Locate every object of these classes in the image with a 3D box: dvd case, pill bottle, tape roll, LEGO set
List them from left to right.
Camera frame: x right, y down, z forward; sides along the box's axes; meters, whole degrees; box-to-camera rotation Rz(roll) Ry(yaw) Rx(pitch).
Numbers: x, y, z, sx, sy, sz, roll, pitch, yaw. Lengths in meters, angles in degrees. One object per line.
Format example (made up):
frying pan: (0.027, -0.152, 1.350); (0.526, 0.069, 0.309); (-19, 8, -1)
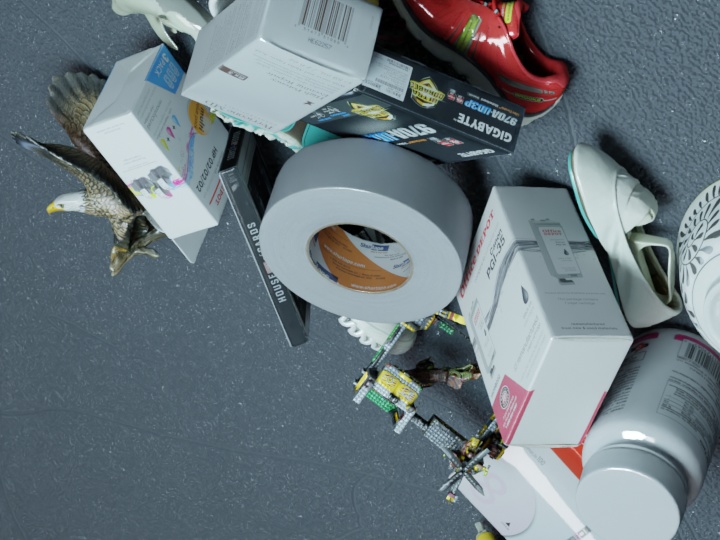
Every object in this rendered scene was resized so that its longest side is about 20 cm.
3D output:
dvd case: (-0.095, -0.039, 1.590); (0.025, 0.150, 0.201); (-19, 112, 8)
tape roll: (0.006, -0.035, 1.473); (0.199, 0.066, 0.201); (11, 143, 8)
LEGO set: (0.084, 0.119, 1.539); (0.200, 0.116, 0.154); (45, 92, -3)
pill bottle: (0.269, 0.154, 1.413); (0.113, 0.200, 0.114); (14, 128, 18)

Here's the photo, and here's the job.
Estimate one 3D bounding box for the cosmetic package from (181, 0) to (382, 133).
cosmetic package: (-0.071, -0.184, 1.311); (0.101, 0.075, 0.200); (20, 163, -20)

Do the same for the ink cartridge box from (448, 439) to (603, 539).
ink cartridge box: (0.209, 0.226, 1.620); (0.163, 0.057, 0.200); (47, 139, -1)

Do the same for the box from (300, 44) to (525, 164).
box: (0.032, -0.145, 1.382); (0.158, 0.046, 0.200); (20, 173, -22)

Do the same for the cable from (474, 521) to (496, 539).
cable: (0.171, 0.355, 1.662); (0.050, 0.200, 0.097); (-31, 115, 9)

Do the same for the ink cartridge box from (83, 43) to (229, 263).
ink cartridge box: (-0.189, -0.118, 1.594); (0.067, 0.116, 0.200); (-14, 129, 29)

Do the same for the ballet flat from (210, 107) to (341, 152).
ballet flat: (-0.063, -0.156, 1.521); (0.199, 0.072, 0.072); (24, 140, -25)

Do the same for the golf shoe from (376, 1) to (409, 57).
golf shoe: (-0.047, -0.220, 1.478); (0.199, 0.073, 0.093); (20, 130, 23)

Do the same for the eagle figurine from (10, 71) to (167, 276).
eagle figurine: (-0.278, -0.101, 1.655); (0.152, 0.150, 0.201); (29, 143, 54)

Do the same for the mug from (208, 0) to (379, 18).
mug: (-0.029, -0.281, 1.353); (0.186, 0.154, 0.149); (1, 159, 43)

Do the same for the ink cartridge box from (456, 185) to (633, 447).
ink cartridge box: (0.163, 0.040, 1.418); (0.082, 0.201, 0.147); (2, 133, -17)

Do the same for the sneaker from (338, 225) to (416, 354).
sneaker: (0.000, 0.000, 1.601); (0.081, 0.075, 0.200); (-31, 101, 33)

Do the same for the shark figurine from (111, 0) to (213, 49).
shark figurine: (-0.172, -0.271, 1.534); (0.214, 0.090, 0.128); (31, 167, 24)

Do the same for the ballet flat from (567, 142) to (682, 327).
ballet flat: (0.249, -0.035, 1.404); (0.069, 0.070, 0.201); (-2, 125, 36)

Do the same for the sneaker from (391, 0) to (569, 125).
sneaker: (0.109, -0.222, 1.376); (0.200, 0.077, 0.085); (42, 130, -11)

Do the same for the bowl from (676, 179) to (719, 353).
bowl: (0.356, 0.020, 1.344); (0.200, 0.094, 0.202); (18, 128, 25)
